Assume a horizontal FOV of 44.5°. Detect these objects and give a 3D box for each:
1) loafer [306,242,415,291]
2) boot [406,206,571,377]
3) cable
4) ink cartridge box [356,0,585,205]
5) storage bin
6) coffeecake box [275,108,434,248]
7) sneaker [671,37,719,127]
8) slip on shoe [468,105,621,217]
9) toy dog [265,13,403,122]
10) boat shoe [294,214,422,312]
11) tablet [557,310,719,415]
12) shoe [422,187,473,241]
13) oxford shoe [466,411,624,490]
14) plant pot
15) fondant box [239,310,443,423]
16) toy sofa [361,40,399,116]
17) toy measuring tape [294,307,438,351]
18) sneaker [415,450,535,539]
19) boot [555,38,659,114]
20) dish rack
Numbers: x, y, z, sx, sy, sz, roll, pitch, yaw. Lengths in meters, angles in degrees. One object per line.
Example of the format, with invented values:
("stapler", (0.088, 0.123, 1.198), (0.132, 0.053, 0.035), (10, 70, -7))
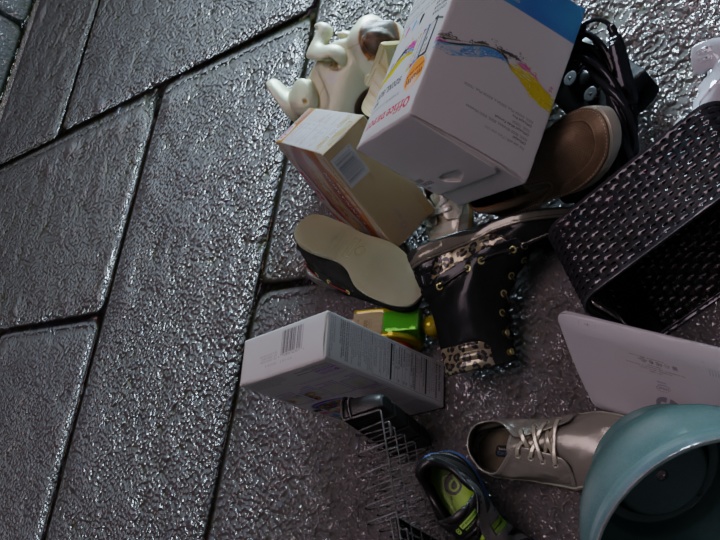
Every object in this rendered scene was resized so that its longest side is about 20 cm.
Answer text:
("loafer", (-0.008, -0.013, 1.179), (0.199, 0.069, 0.071), (-8, 64, 45))
("boot", (0.163, 0.023, 0.976), (0.201, 0.073, 0.156), (-16, 79, 13))
("cable", (0.227, -0.157, 0.948), (0.162, 0.050, 0.203), (-22, 76, 49))
("ink cartridge box", (0.112, -0.196, 0.921), (0.147, 0.143, 0.202), (-17, 50, 68))
("storage bin", (0.292, -0.039, 0.810), (0.200, 0.134, 0.094), (-42, 45, 25))
("coffeecake box", (-0.012, -0.124, 1.134), (0.073, 0.154, 0.200), (-44, 24, -7))
("sneaker", (0.343, -0.150, 0.865), (0.199, 0.075, 0.116), (-37, 46, 23))
("slip on shoe", (0.188, -0.109, 0.929), (0.199, 0.060, 0.077), (-27, 76, 56))
("toy dog", (-0.012, -0.280, 1.275), (0.200, 0.139, 0.195), (-44, 57, 22))
("boat shoe", (0.002, -0.002, 1.082), (0.200, 0.063, 0.074), (30, 64, 34))
("tablet", (0.271, 0.103, 0.776), (0.014, 0.131, 0.199), (-43, 33, -24))
("shoe", (0.101, -0.105, 1.121), (0.069, 0.053, 0.202), (-23, 54, 38))
("oxford shoe", (0.186, 0.177, 0.878), (0.198, 0.057, 0.076), (-12, 60, 42))
("plant pot", (0.260, 0.189, 0.706), (0.201, 0.199, 0.134), (-53, 15, 13))
("fondant box", (-0.019, 0.120, 1.019), (0.143, 0.199, 0.059), (-21, 54, 39))
("toy sofa", (0.091, -0.193, 1.098), (0.201, 0.082, 0.098), (52, 139, 30))
("toy measuring tape", (0.013, 0.079, 1.093), (0.198, 0.074, 0.075), (-7, 64, 27))
("sneaker", (0.119, 0.263, 0.874), (0.071, 0.082, 0.200), (-50, 56, 15))
("boot", (0.230, -0.203, 1.032), (0.200, 0.065, 0.166), (51, 123, 37))
("dish rack", (0.045, 0.238, 0.934), (0.054, 0.153, 0.202), (-22, 55, 19))
